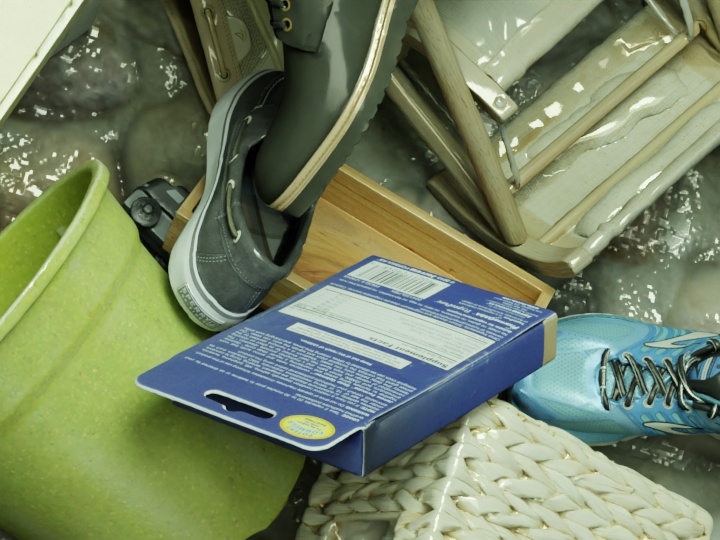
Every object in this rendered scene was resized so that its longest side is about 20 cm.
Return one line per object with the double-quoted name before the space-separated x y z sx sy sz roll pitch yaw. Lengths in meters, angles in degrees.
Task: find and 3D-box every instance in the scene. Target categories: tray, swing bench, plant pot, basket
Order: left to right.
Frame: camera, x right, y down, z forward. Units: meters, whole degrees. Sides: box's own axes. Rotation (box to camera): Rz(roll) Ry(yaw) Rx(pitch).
"plant pot" -0.135 0.077 1.305 0.184 0.200 0.201 42 72 -14
"tray" 0.000 0.000 1.387 0.199 0.037 0.099 30 47 3
"basket" 0.076 0.153 1.329 0.200 0.135 0.124 28 69 -30
"swing bench" 0.117 -0.135 1.424 0.199 0.130 0.200 -39 111 -18

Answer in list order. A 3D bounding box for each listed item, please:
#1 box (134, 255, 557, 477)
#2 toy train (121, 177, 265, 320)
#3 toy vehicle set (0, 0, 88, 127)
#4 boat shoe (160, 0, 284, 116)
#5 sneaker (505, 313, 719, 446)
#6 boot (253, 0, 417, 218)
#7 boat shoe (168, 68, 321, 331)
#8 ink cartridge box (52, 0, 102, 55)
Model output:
"box" -0.006 0.049 1.242 0.200 0.121 0.033 -25 125 -48
"toy train" -0.055 0.024 1.405 0.200 0.034 0.046 45 60 -1
"toy vehicle set" -0.244 -0.173 1.312 0.200 0.027 0.125 35 71 -4
"boat shoe" -0.104 -0.181 1.415 0.065 0.072 0.201 -28 92 -18
"sneaker" 0.180 0.058 1.423 0.199 0.090 0.079 2 78 -8
"boot" -0.044 -0.141 1.232 0.138 0.077 0.201 24 86 -16
"boat shoe" -0.047 -0.050 1.315 0.070 0.066 0.200 46 34 -18
"ink cartridge box" -0.258 -0.146 1.361 0.200 0.084 0.144 -38 89 -17
